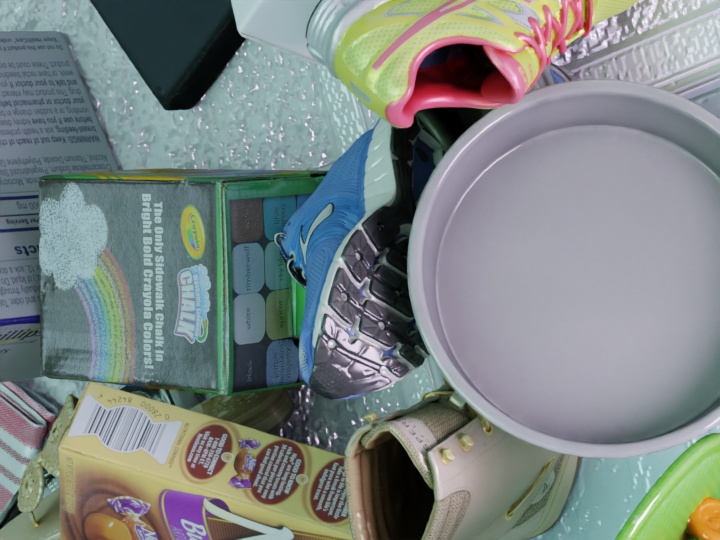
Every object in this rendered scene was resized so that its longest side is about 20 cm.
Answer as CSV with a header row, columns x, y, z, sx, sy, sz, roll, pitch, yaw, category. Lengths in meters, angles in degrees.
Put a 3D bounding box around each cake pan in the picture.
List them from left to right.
x,y,z,sx,sy,sz,roll,pitch,yaw,category
0.123,0.002,1.520,0.199,0.037,0.201,0,74,0,cake pan

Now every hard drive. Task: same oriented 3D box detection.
x,y,z,sx,sy,sz,roll,pitch,yaw,category
-0.127,-0.216,1.794,0.140,0.033,0.200,-50,63,33,hard drive

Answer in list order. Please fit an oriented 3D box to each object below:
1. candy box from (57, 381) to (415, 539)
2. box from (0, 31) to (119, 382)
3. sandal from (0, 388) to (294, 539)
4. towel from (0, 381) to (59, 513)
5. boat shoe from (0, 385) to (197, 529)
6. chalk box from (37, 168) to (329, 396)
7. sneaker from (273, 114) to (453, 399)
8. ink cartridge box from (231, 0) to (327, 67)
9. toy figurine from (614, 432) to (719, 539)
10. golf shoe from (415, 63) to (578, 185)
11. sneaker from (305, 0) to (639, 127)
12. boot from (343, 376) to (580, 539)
x,y,z,sx,sy,sz,roll,pitch,yaw,category
-0.069,0.142,1.660,0.199,0.057,0.117,14,140,7,candy box
-0.241,-0.038,1.813,0.105,0.184,0.201,-35,71,37,box
-0.148,0.098,1.762,0.211,0.078,0.070,-26,108,7,sandal
-0.272,0.143,1.965,0.146,0.030,0.201,36,119,33,towel
-0.171,0.137,1.849,0.071,0.064,0.200,53,125,23,boat shoe
-0.076,0.004,1.714,0.199,0.124,0.125,4,96,40,chalk box
0.000,0.000,1.577,0.079,0.200,0.089,41,128,-20,sneaker
-0.014,-0.232,1.612,0.145,0.084,0.201,-49,38,33,ink cartridge box
0.201,0.202,1.465,0.184,0.200,0.151,33,128,20,toy figurine
0.050,-0.130,1.606,0.078,0.097,0.201,-43,65,37,golf shoe
0.078,-0.123,1.529,0.078,0.199,0.090,85,159,-49,sneaker
0.064,0.063,1.570,0.073,0.155,0.201,26,112,30,boot
